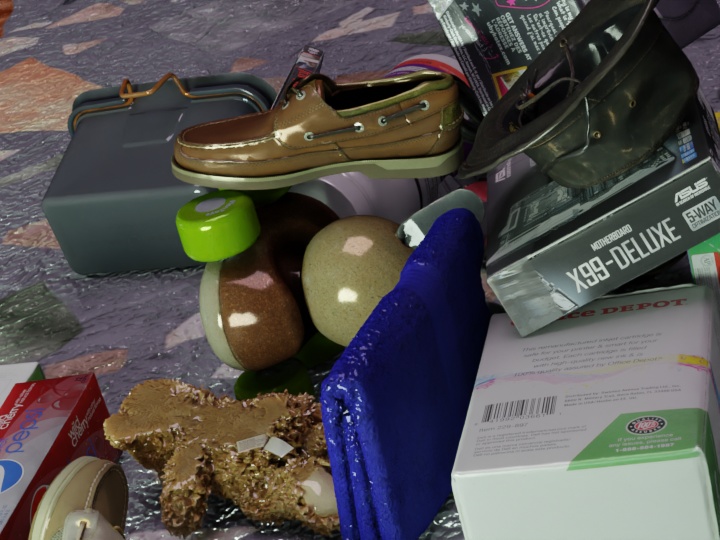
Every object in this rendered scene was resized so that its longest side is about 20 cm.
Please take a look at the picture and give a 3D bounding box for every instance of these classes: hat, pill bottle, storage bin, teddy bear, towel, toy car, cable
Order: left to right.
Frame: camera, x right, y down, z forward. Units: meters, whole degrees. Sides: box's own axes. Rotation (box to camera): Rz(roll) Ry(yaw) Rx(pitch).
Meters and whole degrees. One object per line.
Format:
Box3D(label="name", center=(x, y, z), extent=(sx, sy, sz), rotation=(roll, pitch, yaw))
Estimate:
Box3D(label="storage bin", center=(-0.169, -0.079, 1.731), extent=(0.200, 0.146, 0.134), rotation=(-4, 37, 23))
Box3D(label="teddy bear", center=(-0.069, 0.125, 1.340), extent=(0.200, 0.067, 0.145), rotation=(0, 38, 17))
Box3D(label="toy car", center=(0.000, 0.000, 1.416), extent=(0.200, 0.164, 0.158), rotation=(-7, 27, 21))
Box3D(label="pill bottle", center=(0.022, -0.086, 1.647), extent=(0.112, 0.113, 0.200), rotation=(4, 31, 36))
Box3D(label="towel", center=(0.031, 0.071, 1.274), extent=(0.049, 0.148, 0.200), rotation=(2, 33, 26))
Box3D(label="cable", center=(0.104, -0.101, 1.603), extent=(0.050, 0.097, 0.200), rotation=(-12, -7, 35))
Box3D(label="hat", center=(0.154, -0.107, 1.278), extent=(0.201, 0.081, 0.201), rotation=(-45, 9, 9))

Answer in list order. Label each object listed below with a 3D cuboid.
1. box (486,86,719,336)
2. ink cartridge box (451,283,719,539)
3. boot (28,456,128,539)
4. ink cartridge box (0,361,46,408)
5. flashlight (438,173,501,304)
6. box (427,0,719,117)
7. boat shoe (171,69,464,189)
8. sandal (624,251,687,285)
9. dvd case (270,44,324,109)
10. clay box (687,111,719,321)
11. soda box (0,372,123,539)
Box3D(label="box", center=(0.159, -0.051, 1.334), extent=(0.158, 0.050, 0.200), rotation=(-29, 19, 15))
Box3D(label="ink cartridge box", center=(0.143, 0.095, 1.234), extent=(0.145, 0.088, 0.200), rotation=(-8, 27, 15))
Box3D(label="boot", center=(-0.123, 0.182, 1.227), extent=(0.154, 0.072, 0.200), rotation=(-9, 34, 15))
Box3D(label="ink cartridge box", center=(-0.297, 0.142, 1.426), extent=(0.104, 0.059, 0.200), rotation=(-6, 27, 21))
Box3D(label="flashlight", center=(0.107, -0.010, 1.507), extent=(0.068, 0.068, 0.200), rotation=(-20, 30, -2))
Box3D(label="box", center=(0.159, -0.196, 1.495), extent=(0.115, 0.132, 0.200), rotation=(-22, 7, 36))
Box3D(label="boat shoe", center=(-0.030, -0.101, 1.387), extent=(0.200, 0.068, 0.072), rotation=(-6, 30, -1))
Box3D(label="sandal", center=(0.196, -0.022, 1.491), extent=(0.080, 0.057, 0.201), rotation=(-23, 11, -5))
Box3D(label="dvd case", center=(-0.067, -0.074, 1.595), extent=(0.022, 0.146, 0.200), rotation=(15, 26, 1))
Box3D(label="clay box", center=(0.251, -0.028, 1.393), extent=(0.048, 0.115, 0.200), rotation=(-8, 25, 14))
Box3D(label="soda box", center=(-0.222, 0.149, 1.356), extent=(0.063, 0.070, 0.200), rotation=(-9, 26, 17))
